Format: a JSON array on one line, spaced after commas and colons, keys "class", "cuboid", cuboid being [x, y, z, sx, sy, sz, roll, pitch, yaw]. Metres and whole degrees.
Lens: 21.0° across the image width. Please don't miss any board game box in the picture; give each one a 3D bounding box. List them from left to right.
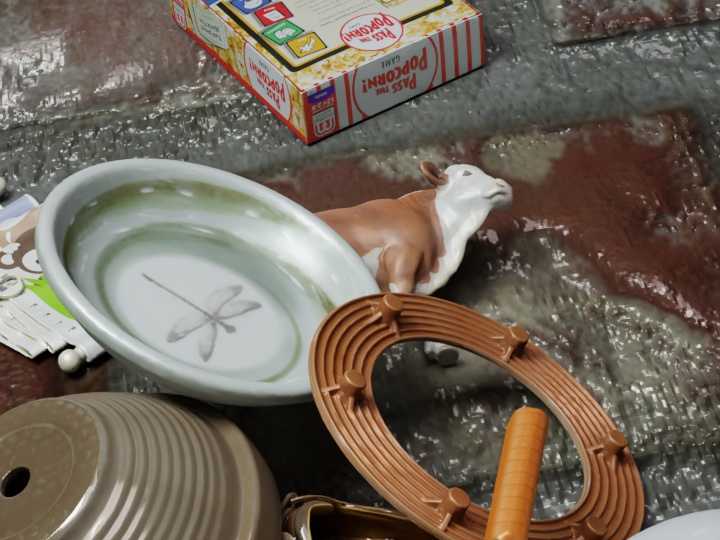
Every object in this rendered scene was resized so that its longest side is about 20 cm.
[{"class": "board game box", "cuboid": [-0.028, -0.182, 1.394, 0.150, 0.047, 0.200, -25, 43, -20]}]

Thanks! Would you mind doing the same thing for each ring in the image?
[{"class": "ring", "cuboid": [0.065, 0.078, 1.017, 0.199, 0.019, 0.201, 23, 33, -16]}]

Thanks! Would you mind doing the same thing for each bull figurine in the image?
[{"class": "bull figurine", "cuboid": [0.000, 0.000, 1.159, 0.198, 0.065, 0.122, -12, 46, 2]}]

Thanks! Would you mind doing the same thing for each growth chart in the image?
[{"class": "growth chart", "cuboid": [-0.202, -0.002, 1.231, 0.199, 0.018, 0.145, 21, 47, 28]}]

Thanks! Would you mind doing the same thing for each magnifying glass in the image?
[{"class": "magnifying glass", "cuboid": [0.063, 0.148, 0.893, 0.022, 0.080, 0.201, 18, 49, -6]}]

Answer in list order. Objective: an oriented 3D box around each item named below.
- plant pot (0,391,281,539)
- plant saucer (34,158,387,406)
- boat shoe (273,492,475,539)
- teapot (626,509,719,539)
[{"class": "plant pot", "cuboid": [-0.146, 0.129, 0.961, 0.199, 0.093, 0.202, -18, 43, 17]}, {"class": "plant saucer", "cuboid": [-0.085, 0.016, 1.057, 0.198, 0.051, 0.201, 18, 32, -12]}, {"class": "boat shoe", "cuboid": [-0.030, 0.143, 0.994, 0.198, 0.068, 0.072, 5, 41, 14]}, {"class": "teapot", "cuboid": [0.155, 0.189, 0.851, 0.198, 0.200, 0.146, 9, 0, -13]}]
